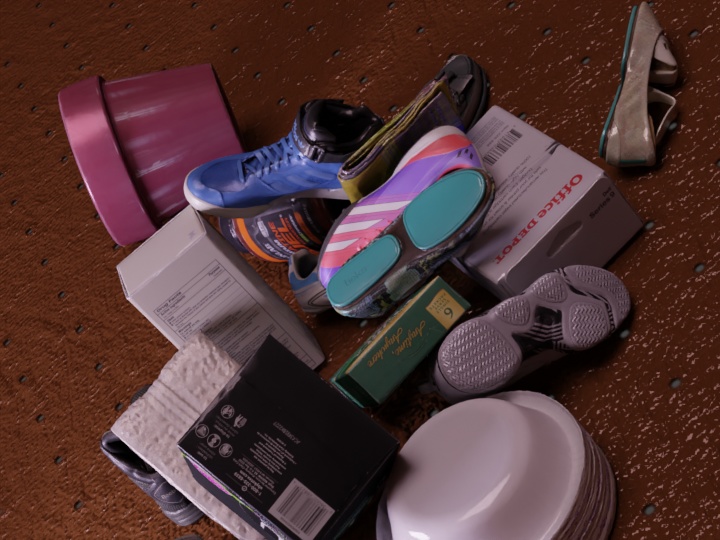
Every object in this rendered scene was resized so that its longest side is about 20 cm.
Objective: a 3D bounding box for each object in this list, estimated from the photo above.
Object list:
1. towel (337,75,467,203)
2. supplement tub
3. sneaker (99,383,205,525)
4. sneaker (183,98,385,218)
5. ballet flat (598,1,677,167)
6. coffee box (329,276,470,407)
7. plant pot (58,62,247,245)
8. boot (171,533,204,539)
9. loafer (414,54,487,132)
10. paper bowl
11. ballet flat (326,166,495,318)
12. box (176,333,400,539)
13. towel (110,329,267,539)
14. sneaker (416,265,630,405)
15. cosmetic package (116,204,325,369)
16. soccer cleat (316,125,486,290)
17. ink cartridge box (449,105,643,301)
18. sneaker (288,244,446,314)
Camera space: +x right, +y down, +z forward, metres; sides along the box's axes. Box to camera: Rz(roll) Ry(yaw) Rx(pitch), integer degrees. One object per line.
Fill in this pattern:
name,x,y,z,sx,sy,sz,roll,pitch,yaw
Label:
towel,0.053,-0.099,1.773,0.144,0.200,0.023,-44,63,-7
supplement tub,-0.064,-0.067,1.899,0.200,0.107,0.107,-13,43,50
sneaker,-0.209,0.158,1.807,0.076,0.114,0.200,-34,34,7
sneaker,-0.071,-0.114,1.733,0.199,0.111,0.077,-5,52,-9
ballet flat,0.280,-0.177,1.759,0.062,0.068,0.201,9,58,14
coffee box,0.033,0.068,1.643,0.123,0.044,0.200,-46,0,-6
plant pot,-0.233,-0.151,2.098,0.178,0.200,0.200,-22,38,1
boot,-0.174,0.342,1.618,0.182,0.073,0.200,-35,41,-14
loafer,0.081,-0.161,1.909,0.072,0.063,0.201,-8,47,38
paper bowl,0.103,0.187,1.494,0.200,0.104,0.201,-26,37,22
ballet flat,0.057,-0.023,1.655,0.200,0.074,0.074,-35,35,25
box,-0.061,0.163,1.556,0.124,0.148,0.200,-50,-7,-11
towel,-0.122,0.163,1.703,0.200,0.034,0.133,38,80,16
sneaker,0.140,0.060,1.605,0.199,0.075,0.115,-24,-7,-24
cosmetic package,-0.137,0.042,1.780,0.105,0.200,0.071,-38,32,4
soccer cleat,0.038,-0.047,1.699,0.200,0.068,0.073,-46,42,9
ink cartridge box,0.149,-0.052,1.713,0.146,0.084,0.200,-46,36,-2
sneaker,0.000,0.000,1.788,0.200,0.073,0.072,-10,21,46
